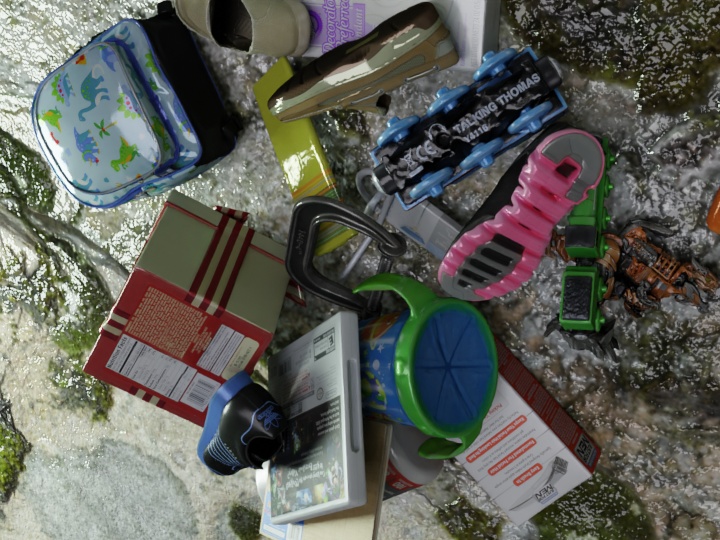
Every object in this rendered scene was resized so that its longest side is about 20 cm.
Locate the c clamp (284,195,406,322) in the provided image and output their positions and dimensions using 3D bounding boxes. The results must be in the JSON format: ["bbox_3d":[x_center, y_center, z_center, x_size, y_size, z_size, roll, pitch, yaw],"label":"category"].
[{"bbox_3d":[0.000,0.000,1.054,0.171,0.027,0.200,23,148,11],"label":"c clamp"}]

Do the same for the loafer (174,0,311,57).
[{"bbox_3d":[-0.133,-0.264,1.037,0.200,0.068,0.076,26,119,40],"label":"loafer"}]

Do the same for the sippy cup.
[{"bbox_3d":[0.046,0.097,1.022,0.130,0.139,0.178,-6,77,45],"label":"sippy cup"}]

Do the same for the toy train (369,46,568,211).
[{"bbox_3d":[0.102,-0.132,0.962,0.200,0.114,0.087,-33,84,13],"label":"toy train"}]

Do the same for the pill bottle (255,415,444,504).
[{"bbox_3d":[-0.014,0.214,1.158,0.200,0.116,0.116,-29,95,29],"label":"pill bottle"}]

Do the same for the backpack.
[{"bbox_3d":[-0.264,-0.163,1.115,0.200,0.147,0.183,-25,94,32],"label":"backpack"}]

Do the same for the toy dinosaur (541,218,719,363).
[{"bbox_3d":[0.240,0.010,1.004,0.200,0.102,0.136,21,101,35],"label":"toy dinosaur"}]

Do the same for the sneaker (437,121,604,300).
[{"bbox_3d":[0.145,-0.058,0.954,0.079,0.095,0.200,34,112,-17],"label":"sneaker"}]

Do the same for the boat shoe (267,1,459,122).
[{"bbox_3d":[0.002,-0.178,0.981,0.200,0.072,0.076,-20,120,33],"label":"boat shoe"}]

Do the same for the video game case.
[{"bbox_3d":[-0.048,0.154,1.031,0.200,0.023,0.182,-35,53,58],"label":"video game case"}]

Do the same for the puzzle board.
[{"bbox_3d":[-0.038,0.220,1.063,0.200,0.017,0.151,2,83,54],"label":"puzzle board"}]

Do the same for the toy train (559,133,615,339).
[{"bbox_3d":[0.209,-0.037,0.951,0.042,0.056,0.200,1,73,22],"label":"toy train"}]

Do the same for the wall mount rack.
[{"bbox_3d":[0.053,-0.009,1.078,0.200,0.075,0.174,37,151,9],"label":"wall mount rack"}]

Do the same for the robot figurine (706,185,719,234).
[{"bbox_3d":[0.388,-0.061,0.883,0.117,0.144,0.200,28,123,50],"label":"robot figurine"}]

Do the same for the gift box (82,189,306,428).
[{"bbox_3d":[-0.173,0.049,1.134,0.200,0.187,0.185,31,120,-14],"label":"gift box"}]

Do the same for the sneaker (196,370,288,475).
[{"bbox_3d":[-0.120,0.182,1.073,0.078,0.070,0.200,44,152,16],"label":"sneaker"}]

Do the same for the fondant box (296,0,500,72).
[{"bbox_3d":[0.035,-0.275,0.994,0.200,0.058,0.145,10,113,22],"label":"fondant box"}]

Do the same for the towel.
[{"bbox_3d":[-0.058,-0.118,1.073,0.086,0.018,0.200,-26,84,57],"label":"towel"}]

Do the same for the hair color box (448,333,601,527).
[{"bbox_3d":[0.147,0.161,1.098,0.200,0.064,0.111,49,119,4],"label":"hair color box"}]
